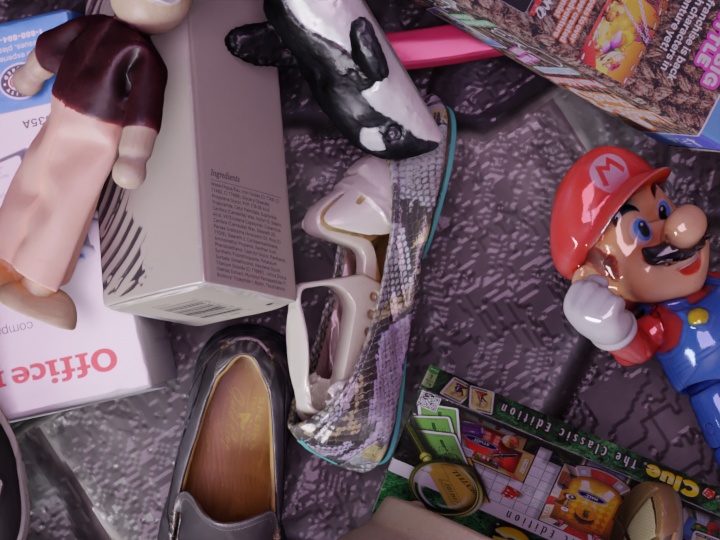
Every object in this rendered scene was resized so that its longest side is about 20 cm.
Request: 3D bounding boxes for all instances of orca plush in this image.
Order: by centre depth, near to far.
[{"bbox_3d":[-0.036,-0.126,1.433,0.071,0.105,0.200,-30,129,4],"label":"orca plush"}]

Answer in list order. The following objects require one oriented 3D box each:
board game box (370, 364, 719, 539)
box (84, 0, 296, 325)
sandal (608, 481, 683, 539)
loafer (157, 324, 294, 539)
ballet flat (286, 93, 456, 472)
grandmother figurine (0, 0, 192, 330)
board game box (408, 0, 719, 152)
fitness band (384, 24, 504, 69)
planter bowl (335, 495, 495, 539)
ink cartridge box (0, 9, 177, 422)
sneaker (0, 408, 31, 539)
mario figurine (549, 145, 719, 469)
[{"bbox_3d":[0.111,0.126,1.488,0.200,0.105,0.023,23,47,4],"label":"board game box"},{"bbox_3d":[-0.088,-0.078,1.474,0.068,0.082,0.200,-14,73,33],"label":"box"},{"bbox_3d":[0.151,0.181,1.456,0.054,0.080,0.200,-1,130,-2],"label":"sandal"},{"bbox_3d":[-0.072,0.128,1.506,0.073,0.072,0.200,3,91,3],"label":"loafer"},{"bbox_3d":[0.000,0.000,1.488,0.072,0.072,0.200,10,82,4],"label":"ballet flat"},{"bbox_3d":[-0.131,-0.079,1.419,0.121,0.061,0.200,34,103,35],"label":"grandmother figurine"},{"bbox_3d":[0.122,-0.175,1.443,0.200,0.097,0.159,29,87,-13],"label":"board game box"},{"bbox_3d":[0.039,-0.179,1.519,0.200,0.037,0.144,-8,92,5],"label":"fitness band"},{"bbox_3d":[0.039,0.194,1.444,0.200,0.200,0.135,24,84,4],"label":"planter bowl"},{"bbox_3d":[-0.190,-0.021,1.509,0.146,0.086,0.200,-13,88,4],"label":"ink cartridge box"},{"bbox_3d":[-0.222,0.060,1.427,0.076,0.088,0.200,-20,92,3],"label":"sneaker"},{"bbox_3d":[0.175,0.020,1.468,0.106,0.123,0.200,-37,92,16],"label":"mario figurine"}]
